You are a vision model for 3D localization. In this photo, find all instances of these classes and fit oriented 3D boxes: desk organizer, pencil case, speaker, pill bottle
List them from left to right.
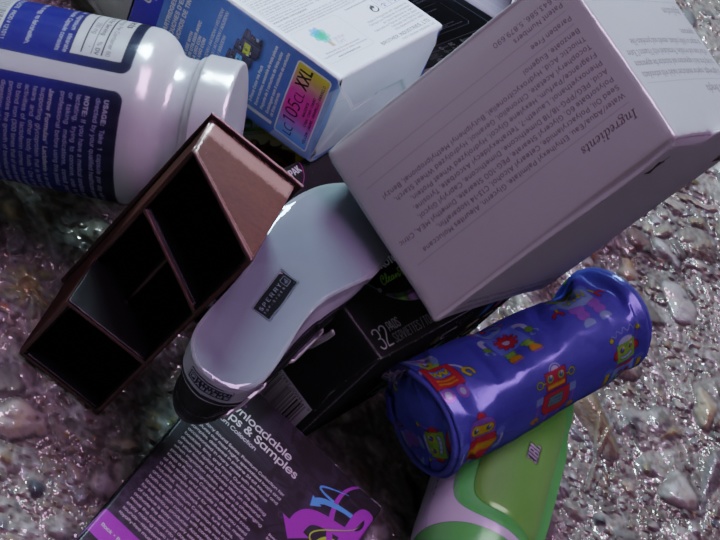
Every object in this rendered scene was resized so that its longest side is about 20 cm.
[{"bbox_3d":[-0.177,-0.106,1.484,0.199,0.116,0.116,12,44,5],"label":"pill bottle"},{"bbox_3d":[-0.127,0.000,1.435,0.072,0.200,0.077,38,43,-10],"label":"desk organizer"},{"bbox_3d":[0.092,0.140,1.594,0.088,0.088,0.200,35,42,-13],"label":"speaker"},{"bbox_3d":[0.102,0.066,1.557,0.199,0.078,0.087,-26,37,-33],"label":"pencil case"}]

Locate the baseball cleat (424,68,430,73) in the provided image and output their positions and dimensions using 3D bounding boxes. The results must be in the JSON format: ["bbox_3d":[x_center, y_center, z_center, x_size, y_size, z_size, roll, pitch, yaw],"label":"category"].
[{"bbox_3d":[0.097,-0.079,1.798,0.106,0.070,0.200,-16,60,-40],"label":"baseball cleat"}]

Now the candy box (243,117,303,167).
[{"bbox_3d":[-0.125,-0.105,1.611,0.199,0.026,0.103,2,88,-36],"label":"candy box"}]

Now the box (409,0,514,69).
[{"bbox_3d":[0.010,-0.209,1.712,0.158,0.200,0.049,29,68,-25],"label":"box"}]

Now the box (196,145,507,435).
[{"bbox_3d":[0.000,0.000,1.600,0.200,0.124,0.149,-28,78,-47],"label":"box"}]

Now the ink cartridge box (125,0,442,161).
[{"bbox_3d":[-0.064,-0.176,1.586,0.200,0.077,0.136,38,37,15],"label":"ink cartridge box"}]

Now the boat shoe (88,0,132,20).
[{"bbox_3d":[-0.143,-0.164,1.659,0.202,0.074,0.086,39,48,-21],"label":"boat shoe"}]

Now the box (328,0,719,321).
[{"bbox_3d":[0.121,-0.083,1.485,0.131,0.200,0.199,57,23,9],"label":"box"}]

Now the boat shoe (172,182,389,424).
[{"bbox_3d":[-0.049,0.023,1.443,0.073,0.068,0.200,35,51,-1],"label":"boat shoe"}]

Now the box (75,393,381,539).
[{"bbox_3d":[-0.084,0.166,1.463,0.143,0.036,0.200,44,42,-4],"label":"box"}]
